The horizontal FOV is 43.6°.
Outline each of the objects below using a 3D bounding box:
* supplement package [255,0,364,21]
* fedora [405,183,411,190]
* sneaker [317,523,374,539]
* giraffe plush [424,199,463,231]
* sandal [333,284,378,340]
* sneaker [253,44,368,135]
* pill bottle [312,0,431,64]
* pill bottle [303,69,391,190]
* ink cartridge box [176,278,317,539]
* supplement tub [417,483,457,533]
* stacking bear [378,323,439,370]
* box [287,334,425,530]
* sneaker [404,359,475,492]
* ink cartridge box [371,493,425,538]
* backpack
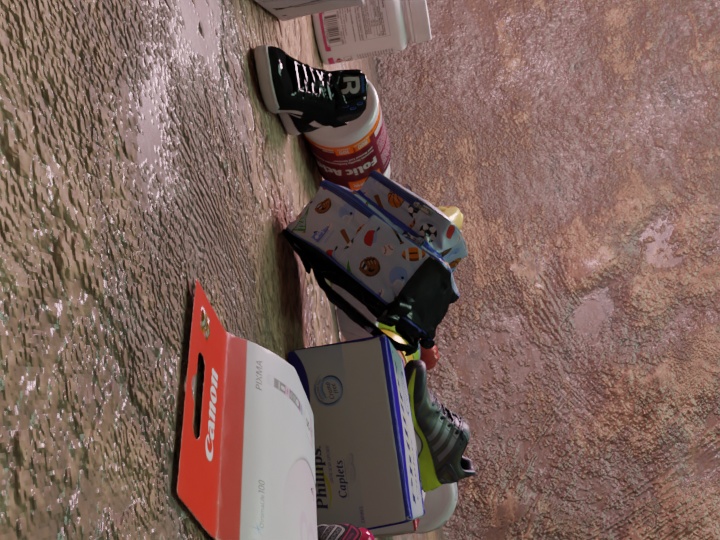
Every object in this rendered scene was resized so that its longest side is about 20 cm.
[{"bbox_3d":[-0.066,-0.377,1.076,0.200,0.116,0.119,-60,141,-80],"label":"supplement package"},{"bbox_3d":[0.109,-0.136,2.495,0.201,0.091,0.203,-9,90,-84],"label":"fedora"},{"bbox_3d":[-0.022,0.296,0.715,0.081,0.074,0.201,73,11,-52],"label":"sneaker"},{"bbox_3d":[0.097,-0.011,1.477,0.200,0.171,0.164,36,-47,57],"label":"giraffe plush"},{"bbox_3d":[-0.008,0.001,1.308,0.059,0.078,0.209,-35,124,-85],"label":"sandal"},{"bbox_3d":[-0.049,-0.214,1.023,0.200,0.111,0.074,41,40,-81],"label":"sneaker"},{"bbox_3d":[0.021,-0.437,1.594,0.113,0.198,0.115,-9,90,-84],"label":"pill bottle"},{"bbox_3d":[-0.016,-0.183,1.281,0.200,0.113,0.115,66,16,-67],"label":"pill bottle"},{"bbox_3d":[-0.071,0.125,0.635,0.201,0.056,0.164,81,4,-51],"label":"ink cartridge box"},{"bbox_3d":[0.100,0.352,1.484,0.200,0.121,0.124,28,53,-81],"label":"supplement tub"},{"bbox_3d":[0.035,0.133,1.340,0.200,0.113,0.122,-45,117,-69],"label":"stacking bear"},{"bbox_3d":[0.001,0.180,0.958,0.200,0.104,0.186,56,25,-75],"label":"box"},{"bbox_3d":[0.101,0.200,1.190,0.074,0.080,0.202,-88,165,-61],"label":"sneaker"},{"bbox_3d":[0.035,0.266,1.240,0.200,0.083,0.146,1,80,-83],"label":"ink cartridge box"},{"bbox_3d":[0.018,-0.021,0.981,0.155,0.190,0.200,-58,164,-9],"label":"backpack"}]
